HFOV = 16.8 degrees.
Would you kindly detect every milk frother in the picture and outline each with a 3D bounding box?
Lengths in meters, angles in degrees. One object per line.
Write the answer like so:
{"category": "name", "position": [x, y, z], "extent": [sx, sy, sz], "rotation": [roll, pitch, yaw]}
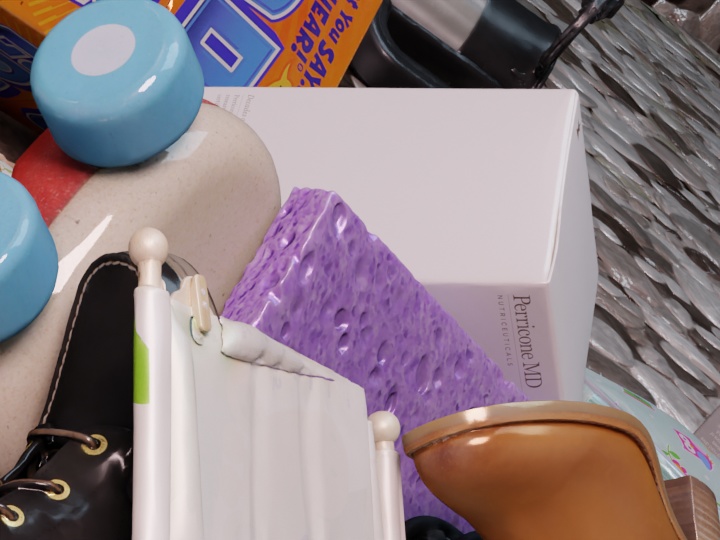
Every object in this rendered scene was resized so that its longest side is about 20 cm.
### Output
{"category": "milk frother", "position": [0.091, -0.225, 2.005], "extent": [0.188, 0.200, 0.181], "rotation": [34, 21, -19]}

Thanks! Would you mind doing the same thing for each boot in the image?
{"category": "boot", "position": [0.090, 0.140, 0.924], "extent": [0.199, 0.073, 0.156], "rotation": [26, 54, -44]}
{"category": "boot", "position": [-0.121, 0.079, 0.790], "extent": [0.150, 0.202, 0.073], "rotation": [18, -14, -42]}

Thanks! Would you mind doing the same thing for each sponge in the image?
{"category": "sponge", "position": [0.007, 0.067, 0.981], "extent": [0.030, 0.112, 0.200], "rotation": [11, -26, 45]}

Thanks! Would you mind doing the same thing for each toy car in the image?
{"category": "toy car", "position": [-0.150, -0.012, 0.957], "extent": [0.199, 0.177, 0.185], "rotation": [22, -29, 31]}

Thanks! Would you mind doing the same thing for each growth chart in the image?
{"category": "growth chart", "position": [-0.025, 0.087, 0.821], "extent": [0.200, 0.018, 0.146], "rotation": [38, 48, -56]}

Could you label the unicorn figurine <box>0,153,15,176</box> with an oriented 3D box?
{"category": "unicorn figurine", "position": [-0.186, -0.028, 1.092], "extent": [0.137, 0.074, 0.200], "rotation": [32, 1, 4]}

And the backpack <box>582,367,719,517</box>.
{"category": "backpack", "position": [0.121, 0.148, 1.170], "extent": [0.201, 0.153, 0.176], "rotation": [56, 13, 30]}

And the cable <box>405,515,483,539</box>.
{"category": "cable", "position": [0.037, 0.177, 0.951], "extent": [0.164, 0.051, 0.200], "rotation": [55, 39, -4]}

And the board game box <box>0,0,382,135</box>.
{"category": "board game box", "position": [-0.114, -0.175, 1.262], "extent": [0.199, 0.201, 0.200], "rotation": [33, -13, -24]}

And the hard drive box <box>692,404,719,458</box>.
{"category": "hard drive box", "position": [0.233, 0.118, 1.412], "extent": [0.077, 0.200, 0.156], "rotation": [45, 17, 15]}

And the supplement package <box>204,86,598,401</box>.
{"category": "supplement package", "position": [0.000, 0.000, 1.096], "extent": [0.122, 0.198, 0.120], "rotation": [77, 19, -46]}
